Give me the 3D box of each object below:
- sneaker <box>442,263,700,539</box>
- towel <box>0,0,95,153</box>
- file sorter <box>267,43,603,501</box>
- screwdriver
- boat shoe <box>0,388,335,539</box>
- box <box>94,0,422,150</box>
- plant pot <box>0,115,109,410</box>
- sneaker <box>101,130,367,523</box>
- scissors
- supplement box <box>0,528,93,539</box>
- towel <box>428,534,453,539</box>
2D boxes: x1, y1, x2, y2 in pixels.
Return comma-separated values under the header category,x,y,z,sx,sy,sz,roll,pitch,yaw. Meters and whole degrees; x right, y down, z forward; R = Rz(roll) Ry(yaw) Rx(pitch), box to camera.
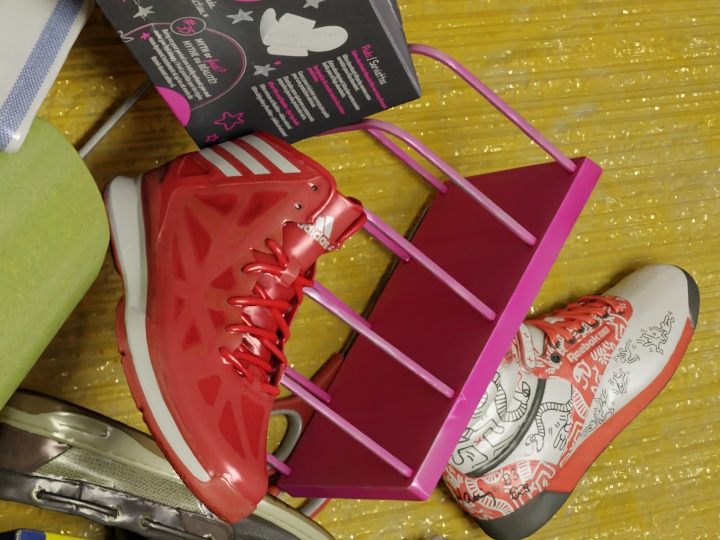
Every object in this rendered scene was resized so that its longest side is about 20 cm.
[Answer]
category,x,y,z,sx,sy,sz,roll,pitch,yaw
sneaker,0.109,0.046,1.430,0.201,0.067,0.108,-51,122,-20
towel,-0.216,-0.144,1.134,0.200,0.024,0.147,28,46,-11
file sorter,0.000,0.000,1.298,0.125,0.139,0.200,38,69,-23
screwdriver,-0.099,-0.110,1.293,0.200,0.028,0.029,-47,146,-26
boat shoe,-0.103,0.121,1.283,0.200,0.073,0.065,27,83,-26
box,-0.057,-0.158,1.187,0.200,0.115,0.132,59,15,-64
plant pot,-0.216,0.010,1.136,0.190,0.200,0.200,-48,119,-39
sneaker,-0.049,0.012,1.167,0.078,0.115,0.200,46,20,-54
scissors,0.000,0.053,1.386,0.200,0.014,0.073,-50,115,-25
supplement box,-0.113,0.199,1.238,0.200,0.109,0.109,15,70,-36
towel,0.018,0.224,1.334,0.200,0.132,0.034,-50,123,-24
